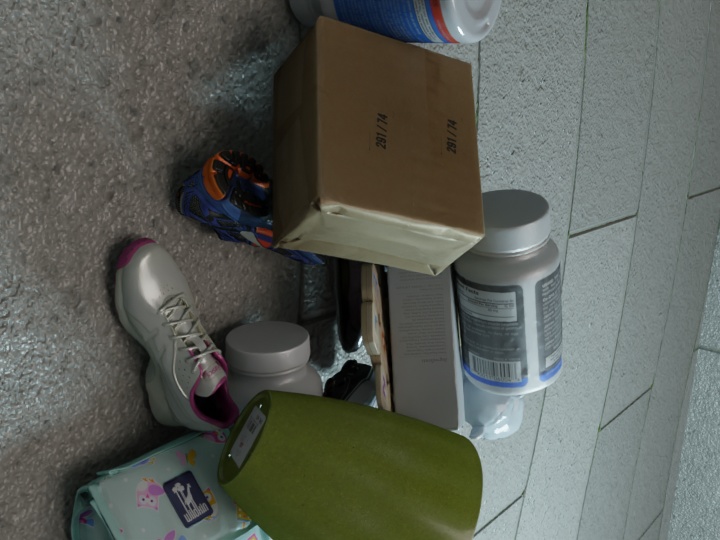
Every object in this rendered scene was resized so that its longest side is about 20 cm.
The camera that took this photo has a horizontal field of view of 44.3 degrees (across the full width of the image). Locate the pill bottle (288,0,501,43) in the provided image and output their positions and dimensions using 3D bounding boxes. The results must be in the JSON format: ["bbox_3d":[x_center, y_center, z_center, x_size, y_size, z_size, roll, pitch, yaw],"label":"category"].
[{"bbox_3d":[0.028,-0.280,0.866,0.112,0.199,0.113,-21,115,-53],"label":"pill bottle"}]

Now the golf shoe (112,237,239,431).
[{"bbox_3d":[-0.161,0.063,0.807,0.075,0.091,0.201,-41,131,-40],"label":"golf shoe"}]

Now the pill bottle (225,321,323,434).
[{"bbox_3d":[-0.093,0.160,0.918,0.112,0.112,0.201,-24,121,-50],"label":"pill bottle"}]

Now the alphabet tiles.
[{"bbox_3d":[0.027,0.087,0.964,0.200,0.014,0.197,70,16,-51],"label":"alphabet tiles"}]

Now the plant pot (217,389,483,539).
[{"bbox_3d":[-0.023,0.194,0.815,0.199,0.187,0.188,31,72,-18],"label":"plant pot"}]

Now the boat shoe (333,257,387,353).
[{"bbox_3d":[-0.001,0.000,1.039,0.065,0.074,0.203,-39,138,-49],"label":"boat shoe"}]

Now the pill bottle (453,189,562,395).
[{"bbox_3d":[0.160,0.023,0.956,0.114,0.113,0.201,-38,129,-44],"label":"pill bottle"}]

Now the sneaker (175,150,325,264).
[{"bbox_3d":[-0.101,-0.056,0.869,0.200,0.078,0.076,33,49,-50],"label":"sneaker"}]

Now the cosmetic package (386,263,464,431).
[{"bbox_3d":[0.071,0.073,0.967,0.102,0.074,0.201,38,50,-77],"label":"cosmetic package"}]

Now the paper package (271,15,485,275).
[{"bbox_3d":[0.016,-0.113,0.848,0.190,0.103,0.201,10,63,-28],"label":"paper package"}]

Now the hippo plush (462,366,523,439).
[{"bbox_3d":[0.161,0.143,1.219,0.160,0.160,0.200,-51,143,-9],"label":"hippo plush"}]

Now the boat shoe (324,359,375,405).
[{"bbox_3d":[-0.014,0.144,1.004,0.200,0.056,0.069,-21,134,-81],"label":"boat shoe"}]

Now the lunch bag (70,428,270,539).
[{"bbox_3d":[-0.174,0.259,0.829,0.170,0.121,0.201,-19,109,-48],"label":"lunch bag"}]
